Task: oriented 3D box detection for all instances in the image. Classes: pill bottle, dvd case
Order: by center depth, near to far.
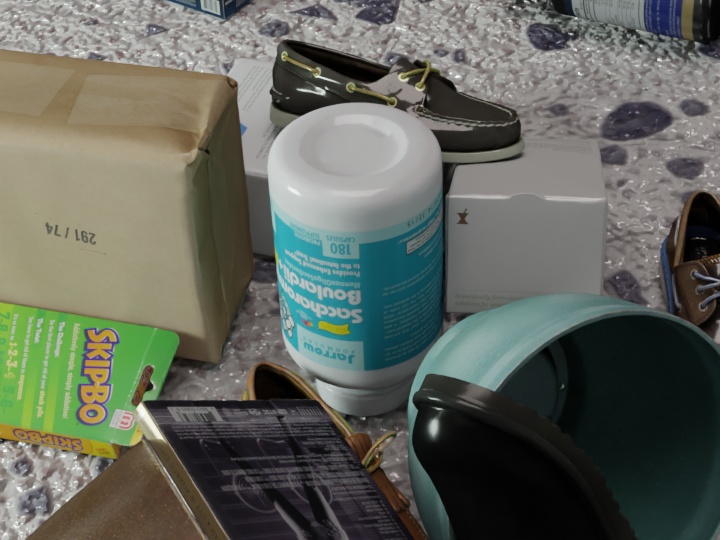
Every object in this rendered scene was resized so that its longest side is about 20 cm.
[{"bbox_3d":[-0.023,0.148,0.894,0.148,0.016,0.200,6,40,-51],"label":"dvd case"},{"bbox_3d":[0.000,0.000,1.074,0.110,0.201,0.111,-2,39,2],"label":"pill bottle"},{"bbox_3d":[0.229,-0.274,1.459,0.199,0.112,0.112,16,43,20],"label":"pill bottle"}]

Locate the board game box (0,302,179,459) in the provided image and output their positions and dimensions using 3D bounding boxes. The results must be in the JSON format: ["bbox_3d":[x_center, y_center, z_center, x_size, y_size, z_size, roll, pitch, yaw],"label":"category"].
[{"bbox_3d":[-0.228,0.070,1.125,0.199,0.030,0.096,7,53,15],"label":"board game box"}]

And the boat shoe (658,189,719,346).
[{"bbox_3d":[0.244,0.022,1.135,0.072,0.073,0.201,-6,40,-3],"label":"boat shoe"}]

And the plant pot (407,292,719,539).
[{"bbox_3d":[0.108,0.098,0.975,0.199,0.201,0.134,-20,25,-20],"label":"plant pot"}]

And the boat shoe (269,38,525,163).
[{"bbox_3d":[0.023,-0.122,1.175,0.200,0.061,0.072,13,24,25],"label":"boat shoe"}]

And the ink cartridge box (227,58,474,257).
[{"bbox_3d":[-0.025,-0.079,1.260,0.199,0.084,0.145,11,41,16],"label":"ink cartridge box"}]

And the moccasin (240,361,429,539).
[{"bbox_3d":[-0.014,0.129,1.016,0.073,0.078,0.202,-17,42,-19],"label":"moccasin"}]

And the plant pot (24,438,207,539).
[{"bbox_3d":[-0.150,0.220,0.857,0.199,0.187,0.187,-31,46,-11],"label":"plant pot"}]

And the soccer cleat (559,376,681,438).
[{"bbox_3d":[0.169,0.064,1.090,0.086,0.070,0.200,-30,48,-35],"label":"soccer cleat"}]

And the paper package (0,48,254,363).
[{"bbox_3d":[-0.183,-0.044,1.143,0.199,0.191,0.104,8,42,13],"label":"paper package"}]

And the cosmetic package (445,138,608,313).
[{"bbox_3d":[0.116,-0.035,1.145,0.107,0.085,0.200,3,17,7],"label":"cosmetic package"}]

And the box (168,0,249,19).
[{"bbox_3d":[-0.170,-0.313,1.583,0.199,0.038,0.137,22,46,26],"label":"box"}]

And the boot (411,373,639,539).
[{"bbox_3d":[0.066,0.167,0.819,0.079,0.211,0.158,4,53,46],"label":"boot"}]
